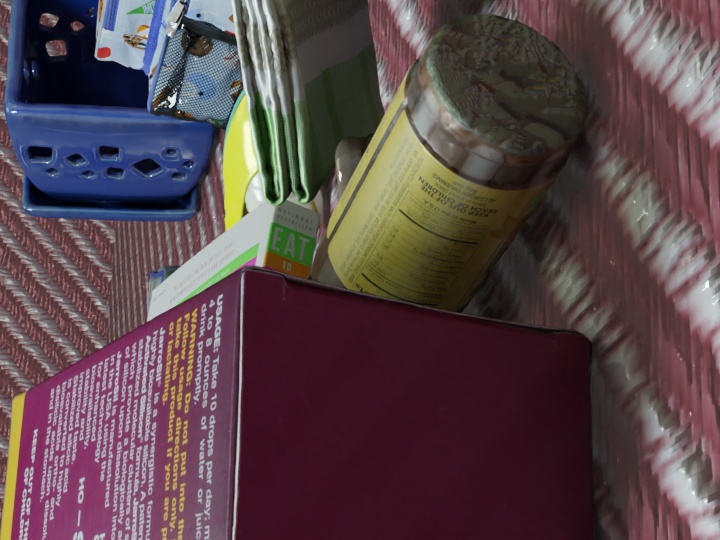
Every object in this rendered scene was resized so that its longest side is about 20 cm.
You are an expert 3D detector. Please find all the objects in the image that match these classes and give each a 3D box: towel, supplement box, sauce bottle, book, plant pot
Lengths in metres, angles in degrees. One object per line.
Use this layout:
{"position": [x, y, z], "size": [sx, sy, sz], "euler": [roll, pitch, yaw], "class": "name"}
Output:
{"position": [-0.021, -0.142, 0.731], "size": [0.149, 0.030, 0.201], "euler": [-49, -46, -64], "class": "towel"}
{"position": [-0.030, 0.080, 0.591], "size": [0.200, 0.130, 0.104], "euler": [-28, 56, 56], "class": "supplement box"}
{"position": [0.019, -0.012, 0.654], "size": [0.200, 0.064, 0.065], "euler": [122, 152, -53], "class": "sauce bottle"}
{"position": [-0.074, 0.079, 0.828], "size": [0.134, 0.048, 0.201], "euler": [-40, 34, 53], "class": "book"}
{"position": [-0.241, -0.158, 1.701], "size": [0.180, 0.199, 0.201], "euler": [99, 170, -49], "class": "plant pot"}

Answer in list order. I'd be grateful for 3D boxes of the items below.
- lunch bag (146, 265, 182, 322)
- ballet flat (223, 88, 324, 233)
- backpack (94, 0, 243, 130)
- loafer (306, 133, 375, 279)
{"position": [-0.135, 0.089, 1.350], "size": [0.160, 0.075, 0.201], "euler": [170, 105, -80], "class": "lunch bag"}
{"position": [-0.051, -0.028, 1.062], "size": [0.067, 0.066, 0.201], "euler": [59, 150, 36], "class": "ballet flat"}
{"position": [-0.079, -0.204, 1.076], "size": [0.201, 0.153, 0.191], "euler": [-92, 24, -45], "class": "backpack"}
{"position": [0.000, 0.000, 0.771], "size": [0.200, 0.062, 0.072], "euler": [113, 160, -54], "class": "loafer"}
